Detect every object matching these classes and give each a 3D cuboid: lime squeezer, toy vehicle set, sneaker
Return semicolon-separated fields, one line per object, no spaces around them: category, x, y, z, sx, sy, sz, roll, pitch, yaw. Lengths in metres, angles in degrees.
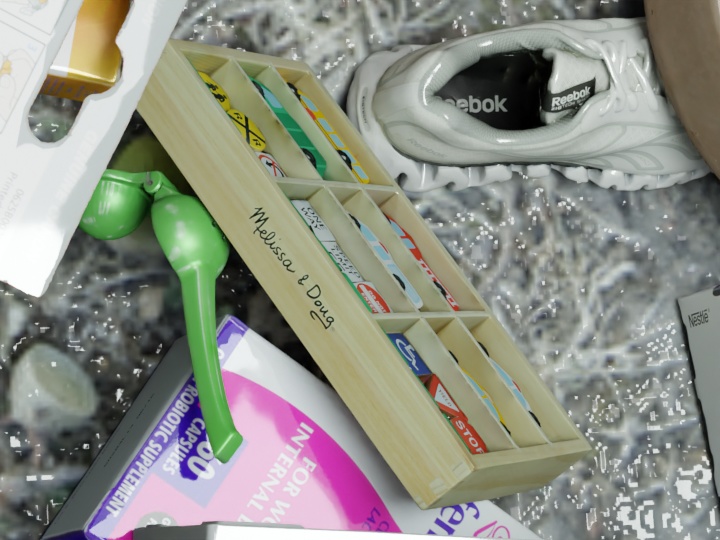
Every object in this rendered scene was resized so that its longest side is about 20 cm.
lime squeezer;-0.091;-0.006;1.020;0.038;0.200;0.071;18;104;-53
toy vehicle set;0.000;0.000;1.032;0.027;0.124;0.200;-41;75;19
sneaker;0.098;-0.072;1.111;0.200;0.081;0.075;-8;83;-17

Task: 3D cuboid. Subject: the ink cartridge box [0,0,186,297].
ink cartridge box;-0.165;-0.102;0.887;0.200;0.057;0.163;29;76;-17

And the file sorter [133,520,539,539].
file sorter;0.029;0.152;0.928;0.200;0.139;0.125;4;84;-14

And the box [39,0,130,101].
box;-0.173;-0.134;0.929;0.200;0.041;0.119;10;80;-10

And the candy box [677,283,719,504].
candy box;0.206;0.090;1.069;0.071;0.168;0.200;-9;84;-17

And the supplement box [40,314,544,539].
supplement box;-0.008;0.119;1.047;0.200;0.103;0.101;36;74;-9

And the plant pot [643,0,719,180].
plant pot;0.240;-0.120;1.075;0.200;0.175;0.200;10;73;-34
